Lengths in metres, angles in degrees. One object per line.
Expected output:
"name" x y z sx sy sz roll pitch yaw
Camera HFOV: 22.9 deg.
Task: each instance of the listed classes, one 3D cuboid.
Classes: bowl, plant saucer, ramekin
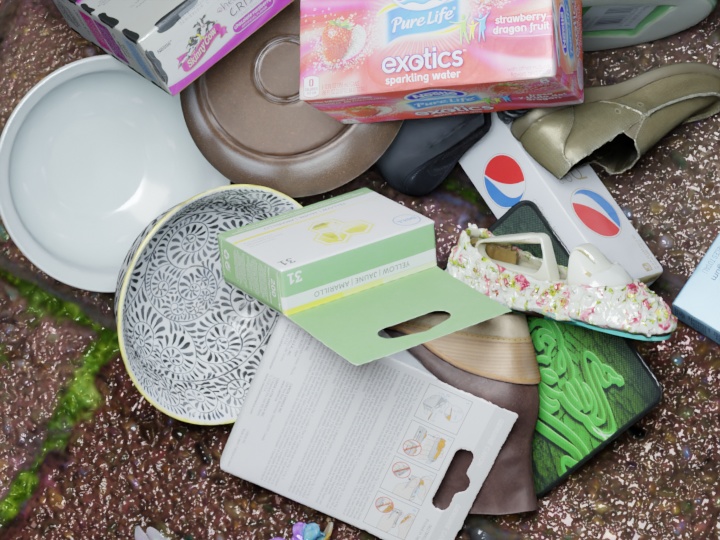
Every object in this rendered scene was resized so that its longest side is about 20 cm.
"bowl" -0.128 0.018 1.467 0.201 0.201 0.094 -56 36 -6
"bowl" -0.218 -0.087 1.515 0.201 0.090 0.201 -4 101 -20
"plant saucer" -0.057 -0.160 1.441 0.200 0.032 0.201 -2 83 14
"ramekin" 0.196 -0.247 1.441 0.200 0.200 0.098 -7 82 10

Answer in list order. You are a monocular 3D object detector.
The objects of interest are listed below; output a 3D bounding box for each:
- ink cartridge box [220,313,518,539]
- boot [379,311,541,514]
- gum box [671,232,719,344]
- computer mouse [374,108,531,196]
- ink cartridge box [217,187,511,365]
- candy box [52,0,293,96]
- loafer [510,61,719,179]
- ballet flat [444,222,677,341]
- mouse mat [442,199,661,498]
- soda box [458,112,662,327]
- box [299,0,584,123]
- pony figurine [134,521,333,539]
"ink cartridge box" 0.005 0.126 1.419 0.200 0.050 0.161 22 117 -3
"boot" 0.048 0.113 1.432 0.200 0.072 0.167 1 95 23
"gum box" 0.378 0.014 1.411 0.200 0.045 0.170 33 84 17
"computer mouse" 0.056 -0.136 1.449 0.053 0.200 0.139 -2 58 -34
"ink cartridge box" 0.000 0.000 1.366 0.145 0.048 0.200 -18 26 -28
"candy box" -0.157 -0.230 1.438 0.136 0.061 0.200 -40 38 -11
"loafer" 0.216 -0.116 1.439 0.200 0.076 0.068 -15 76 -21
"ballet flat" 0.149 0.006 1.363 0.200 0.076 0.064 12 107 32
"mouse mat" 0.134 0.064 1.428 0.161 0.008 0.200 -44 70 29
"soda box" 0.157 -0.055 1.451 0.200 0.068 0.064 58 133 18
"box" 0.061 -0.175 1.339 0.200 0.095 0.103 -2 82 21
"pony figurine" -0.108 0.282 1.401 0.193 0.167 0.200 15 73 -18
